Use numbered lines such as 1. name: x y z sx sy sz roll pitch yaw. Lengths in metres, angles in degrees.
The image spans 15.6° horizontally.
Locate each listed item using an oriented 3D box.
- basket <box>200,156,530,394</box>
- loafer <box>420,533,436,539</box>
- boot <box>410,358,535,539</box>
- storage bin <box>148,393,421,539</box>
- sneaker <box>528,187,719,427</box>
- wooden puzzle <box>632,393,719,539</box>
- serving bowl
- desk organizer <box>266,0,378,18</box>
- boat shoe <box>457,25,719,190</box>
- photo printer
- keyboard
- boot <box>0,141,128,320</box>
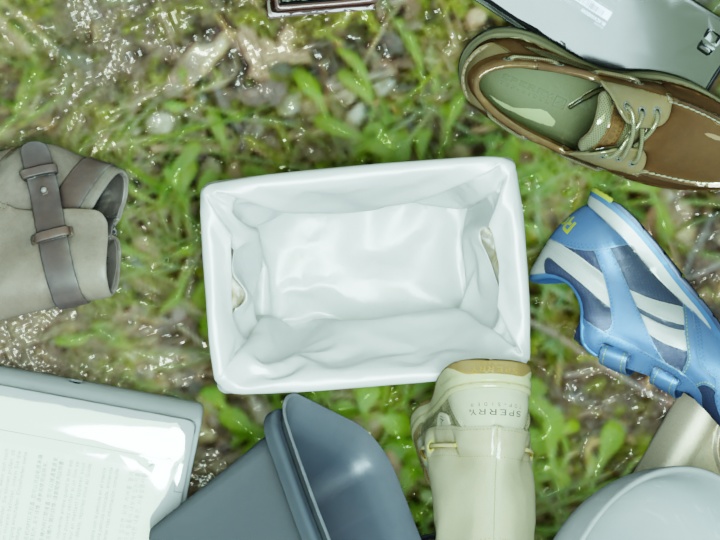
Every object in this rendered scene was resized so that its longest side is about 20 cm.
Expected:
1. basket: 0.000 0.000 1.668 0.199 0.123 0.136 -5 94 -4
2. loafer: 0.116 0.229 1.700 0.200 0.063 0.072 35 70 -19
3. boot: 0.071 0.154 1.627 0.072 0.200 0.156 2 70 -6
4. storage bin: -0.035 0.202 1.619 0.134 0.145 0.201 -33 57 20
5. sneaker: 0.189 0.043 1.698 0.082 0.074 0.200 -39 75 3
6. wooden puzzle: 0.275 0.172 1.735 0.199 0.046 0.186 30 92 -5
7. serving bowl: 0.175 0.220 1.652 0.199 0.066 0.201 -1 92 -38
8. desk organizer: -0.030 -0.264 1.670 0.071 0.077 0.201 -5 94 -3
9. boat shoe: 0.156 -0.094 1.688 0.199 0.074 0.076 17 108 -2
10. photo printer: -0.212 0.148 1.692 0.199 0.069 0.167 10 95 -3
11. keyboard: 0.160 -0.196 1.715 0.200 0.021 0.127 32 98 -6
12. boot: -0.225 0.006 1.649 0.146 0.070 0.201 2 64 12
